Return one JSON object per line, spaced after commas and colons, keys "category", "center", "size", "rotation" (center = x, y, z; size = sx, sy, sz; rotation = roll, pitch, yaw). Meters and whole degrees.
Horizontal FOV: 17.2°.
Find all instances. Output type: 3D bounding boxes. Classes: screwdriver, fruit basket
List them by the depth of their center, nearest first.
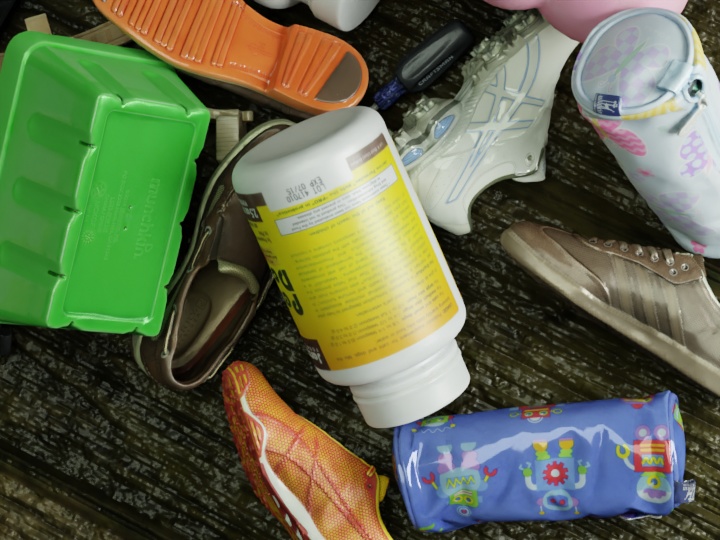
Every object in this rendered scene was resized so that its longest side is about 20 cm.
{"category": "fruit basket", "center": [-0.216, -0.062, 1.618], "size": [0.215, 0.155, 0.216], "rotation": [-9, 78, 49]}
{"category": "screwdriver", "center": [-0.001, -0.105, 1.660], "size": [0.200, 0.029, 0.028], "rotation": [-40, 77, 3]}

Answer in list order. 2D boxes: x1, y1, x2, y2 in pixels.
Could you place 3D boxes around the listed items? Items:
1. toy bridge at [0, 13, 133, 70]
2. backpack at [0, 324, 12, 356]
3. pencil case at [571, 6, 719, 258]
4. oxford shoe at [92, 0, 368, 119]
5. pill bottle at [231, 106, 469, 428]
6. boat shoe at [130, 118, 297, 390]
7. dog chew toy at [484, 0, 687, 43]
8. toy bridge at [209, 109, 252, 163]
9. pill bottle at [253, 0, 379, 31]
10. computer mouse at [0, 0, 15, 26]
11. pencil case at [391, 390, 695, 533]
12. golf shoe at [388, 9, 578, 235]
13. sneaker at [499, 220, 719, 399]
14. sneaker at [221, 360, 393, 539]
{"category": "toy bridge", "center": [-0.224, -0.159, 1.686], "size": [0.200, 0.067, 0.027], "rotation": [-16, 81, -4]}
{"category": "backpack", "center": [-0.375, 0.014, 1.660], "size": [0.190, 0.154, 0.200], "rotation": [-33, 81, 16]}
{"category": "pencil case", "center": [0.208, -0.086, 1.530], "size": [0.091, 0.200, 0.083], "rotation": [10, 67, 32]}
{"category": "oxford shoe", "center": [-0.095, -0.151, 1.640], "size": [0.200, 0.073, 0.071], "rotation": [27, 72, -3]}
{"category": "pill bottle", "center": [0.000, 0.000, 1.581], "size": [0.109, 0.109, 0.200], "rotation": [-22, 105, 7]}
{"category": "boat shoe", "center": [-0.082, -0.006, 1.629], "size": [0.075, 0.075, 0.203], "rotation": [25, 96, -24]}
{"category": "dog chew toy", "center": [0.115, -0.218, 1.528], "size": [0.200, 0.125, 0.125], "rotation": [15, 85, -7]}
{"category": "toy bridge", "center": [-0.174, -0.104, 1.685], "size": [0.200, 0.027, 0.067], "rotation": [-3, 82, 9]}
{"category": "pill bottle", "center": [-0.074, -0.252, 1.648], "size": [0.200, 0.116, 0.116], "rotation": [30, 89, 13]}
{"category": "computer mouse", "center": [-0.276, -0.236, 1.703], "size": [0.138, 0.053, 0.200], "rotation": [34, 93, 31]}
{"category": "pencil case", "center": [0.122, 0.131, 1.581], "size": [0.200, 0.078, 0.087], "rotation": [-6, 103, 10]}
{"category": "golf shoe", "center": [0.105, -0.111, 1.630], "size": [0.200, 0.078, 0.097], "rotation": [-43, 98, 5]}
{"category": "sneaker", "center": [0.191, 0.011, 1.590], "size": [0.200, 0.070, 0.076], "rotation": [33, 89, 4]}
{"category": "sneaker", "center": [-0.028, 0.143, 1.623], "size": [0.077, 0.073, 0.200], "rotation": [-32, 81, -17]}
